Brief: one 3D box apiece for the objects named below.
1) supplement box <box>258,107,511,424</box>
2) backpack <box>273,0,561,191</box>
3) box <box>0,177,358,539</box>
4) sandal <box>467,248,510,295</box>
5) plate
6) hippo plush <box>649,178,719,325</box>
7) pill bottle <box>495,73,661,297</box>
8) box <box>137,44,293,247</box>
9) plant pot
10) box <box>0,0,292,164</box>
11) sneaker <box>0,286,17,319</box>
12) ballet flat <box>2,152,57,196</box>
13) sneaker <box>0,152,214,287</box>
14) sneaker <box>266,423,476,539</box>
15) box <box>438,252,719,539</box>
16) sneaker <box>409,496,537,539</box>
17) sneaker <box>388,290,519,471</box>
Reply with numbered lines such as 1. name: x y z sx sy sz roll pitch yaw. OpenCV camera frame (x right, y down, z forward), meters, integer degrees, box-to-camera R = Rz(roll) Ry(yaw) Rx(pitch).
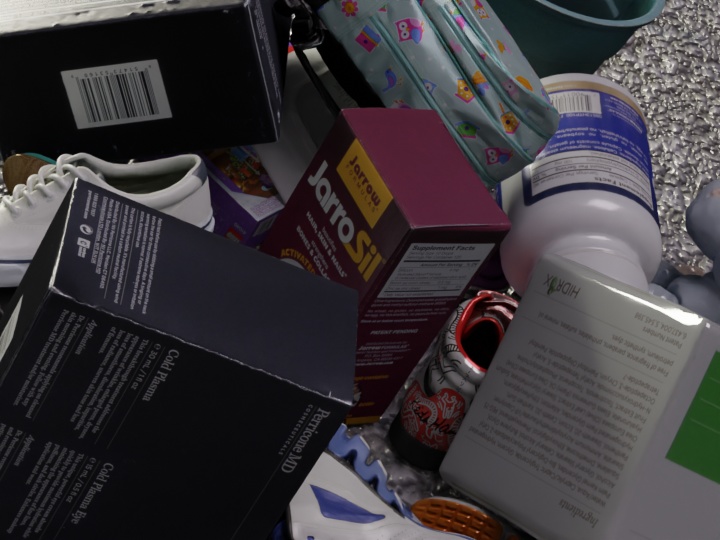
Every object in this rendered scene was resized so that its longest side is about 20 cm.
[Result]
1. supplement box: 0.000 0.000 1.622 0.085 0.200 0.111 -2 48 -38
2. backpack: 0.047 -0.144 1.725 0.200 0.126 0.167 54 17 3
3. box: -0.124 0.078 1.400 0.182 0.200 0.104 23 36 -14
4. sandal: 0.066 -0.018 1.770 0.202 0.050 0.083 -5 90 -56
5. plate: 0.009 -0.084 1.809 0.199 0.032 0.200 -34 94 -50
6. hippo plush: 0.259 0.018 1.832 0.159 0.161 0.200 5 44 -34
7. pill bottle: 0.160 -0.037 1.795 0.119 0.120 0.200 18 44 -19
8. box: -0.074 -0.098 1.821 0.137 0.039 0.200 44 37 14
9. plant pot: 0.106 -0.188 1.929 0.200 0.196 0.201 21 37 -17
10. box: -0.155 -0.180 1.716 0.199 0.124 0.199 -6 39 8
11. sneaker: -0.157 0.041 1.551 0.200 0.088 0.076 34 36 2
12. ballet flat: -0.168 -0.001 1.628 0.200 0.068 0.072 36 55 -3
13. sneaker: -0.191 -0.040 1.558 0.199 0.071 0.073 -9 29 -20
14. sneaker: -0.003 0.186 1.516 0.199 0.081 0.115 40 39 22
15. box: 0.201 0.118 1.575 0.199 0.172 0.200 26 1 -30
16. sneaker: 0.117 0.210 1.592 0.200 0.076 0.092 31 11 8
17. sneaker: 0.091 0.051 1.711 0.067 0.108 0.201 34 35 2
